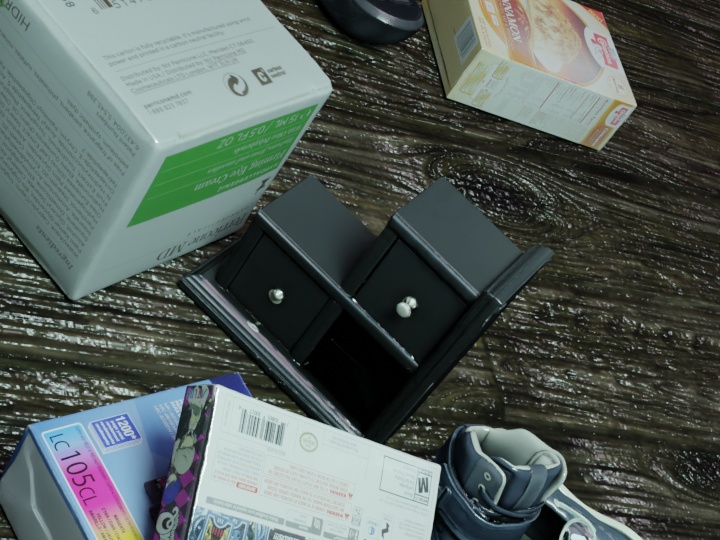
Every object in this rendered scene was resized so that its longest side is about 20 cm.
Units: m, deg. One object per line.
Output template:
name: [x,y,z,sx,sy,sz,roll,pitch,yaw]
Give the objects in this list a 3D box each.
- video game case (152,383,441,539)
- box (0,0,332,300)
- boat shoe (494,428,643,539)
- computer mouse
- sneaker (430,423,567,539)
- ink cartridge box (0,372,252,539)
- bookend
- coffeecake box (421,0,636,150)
video game case: [-0.041,0.183,0.885,0.199,0.036,0.184,24,70,-40]
box: [-0.173,-0.126,1.077,0.200,0.172,0.198,49,40,12]
boat shoe: [0.151,0.201,1.091,0.200,0.075,0.062,46,38,11]
computer mouse: [-0.005,-0.282,1.465,0.137,0.053,0.201,5,39,-37]
sneaker: [0.093,0.202,0.989,0.076,0.146,0.204,3,52,-38]
ink cartridge box: [-0.112,0.150,0.935,0.199,0.076,0.137,-11,59,-46]
bookend: [0.000,0.000,1.069,0.199,0.200,0.092,44,39,6]
coffeecake box: [0.175,-0.228,1.530,0.198,0.073,0.155,15,43,-27]
